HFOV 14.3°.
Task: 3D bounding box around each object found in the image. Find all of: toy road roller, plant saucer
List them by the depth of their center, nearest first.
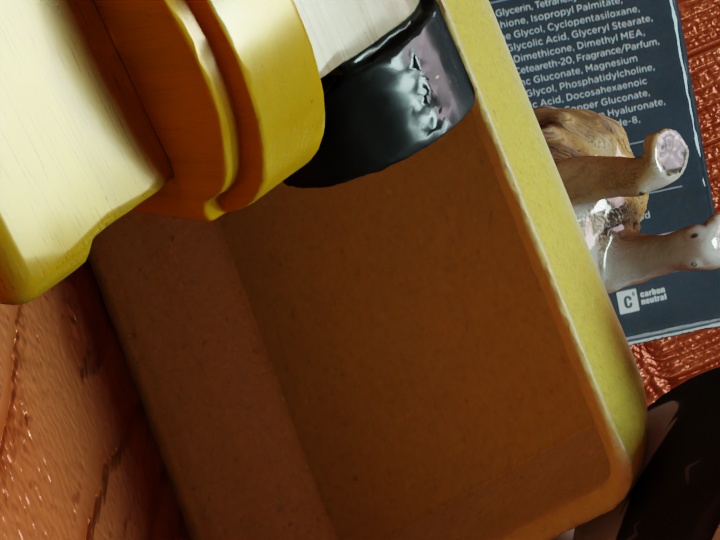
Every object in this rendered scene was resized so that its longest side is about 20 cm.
[{"bbox_3d":[-0.083,-0.067,0.752,0.200,0.146,0.123,7,-52,53],"label":"toy road roller"},{"bbox_3d":[0.000,0.000,0.846,0.048,0.200,0.200,-12,75,-39],"label":"plant saucer"}]

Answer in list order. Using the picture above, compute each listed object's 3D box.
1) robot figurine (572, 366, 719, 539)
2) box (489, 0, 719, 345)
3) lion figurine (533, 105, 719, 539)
[{"bbox_3d":[0.130,0.087,0.762,0.150,0.125,0.200,45,-6,-10],"label":"robot figurine"},{"bbox_3d":[0.062,-0.078,1.098,0.148,0.107,0.200,-111,-171,-78],"label":"box"},{"bbox_3d":[0.052,0.021,0.919,0.072,0.122,0.200,47,55,-27],"label":"lion figurine"}]
